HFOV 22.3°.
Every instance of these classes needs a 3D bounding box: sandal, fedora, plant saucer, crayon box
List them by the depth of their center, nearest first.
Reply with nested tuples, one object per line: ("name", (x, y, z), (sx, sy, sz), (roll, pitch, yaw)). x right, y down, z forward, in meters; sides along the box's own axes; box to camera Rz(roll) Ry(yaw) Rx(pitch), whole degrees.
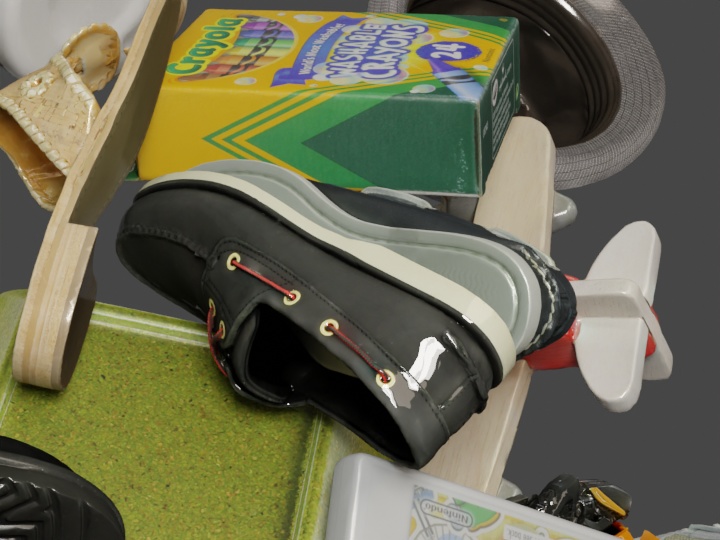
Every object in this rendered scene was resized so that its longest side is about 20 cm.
("plant saucer", (-0.085, 0.086, 0.745), (0.198, 0.048, 0.201), (11, 44, 0))
("sandal", (-0.131, -0.053, 0.772), (0.069, 0.078, 0.213), (13, 57, -1))
("crayon box", (-0.028, -0.085, 0.895), (0.198, 0.052, 0.126), (2, 25, 13))
("fedora", (0.075, -0.104, 1.078), (0.199, 0.090, 0.177), (-30, 76, -43))

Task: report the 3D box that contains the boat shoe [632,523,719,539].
("boat shoe", (0.177, 0.156, 0.864), (0.064, 0.202, 0.075), (-12, 82, -16))

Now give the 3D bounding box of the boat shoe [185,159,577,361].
("boat shoe", (0.000, 0.000, 0.807), (0.199, 0.076, 0.060), (21, 10, 30))

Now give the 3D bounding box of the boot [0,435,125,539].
("boot", (-0.188, 0.049, 0.674), (0.209, 0.080, 0.158), (12, 31, -14))

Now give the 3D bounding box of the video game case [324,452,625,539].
("video game case", (0.066, 0.185, 0.712), (0.199, 0.023, 0.184), (21, 62, -27))

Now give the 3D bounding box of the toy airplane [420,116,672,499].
("toy airplane", (0.057, 0.033, 0.904), (0.199, 0.142, 0.200), (-30, 61, -16))

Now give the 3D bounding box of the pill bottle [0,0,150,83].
("pill bottle", (-0.183, -0.175, 0.856), (0.199, 0.115, 0.114), (34, 33, 29))

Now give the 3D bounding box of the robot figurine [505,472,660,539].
("robot figurine", (0.070, 0.177, 0.808), (0.058, 0.146, 0.199), (17, 29, 42))

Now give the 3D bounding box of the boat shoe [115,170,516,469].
("boat shoe", (-0.034, 0.016, 0.729), (0.200, 0.074, 0.063), (24, 61, 37))

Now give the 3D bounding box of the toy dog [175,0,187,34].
("toy dog", (-0.120, -0.207, 0.947), (0.096, 0.200, 0.132), (50, 11, 34))
